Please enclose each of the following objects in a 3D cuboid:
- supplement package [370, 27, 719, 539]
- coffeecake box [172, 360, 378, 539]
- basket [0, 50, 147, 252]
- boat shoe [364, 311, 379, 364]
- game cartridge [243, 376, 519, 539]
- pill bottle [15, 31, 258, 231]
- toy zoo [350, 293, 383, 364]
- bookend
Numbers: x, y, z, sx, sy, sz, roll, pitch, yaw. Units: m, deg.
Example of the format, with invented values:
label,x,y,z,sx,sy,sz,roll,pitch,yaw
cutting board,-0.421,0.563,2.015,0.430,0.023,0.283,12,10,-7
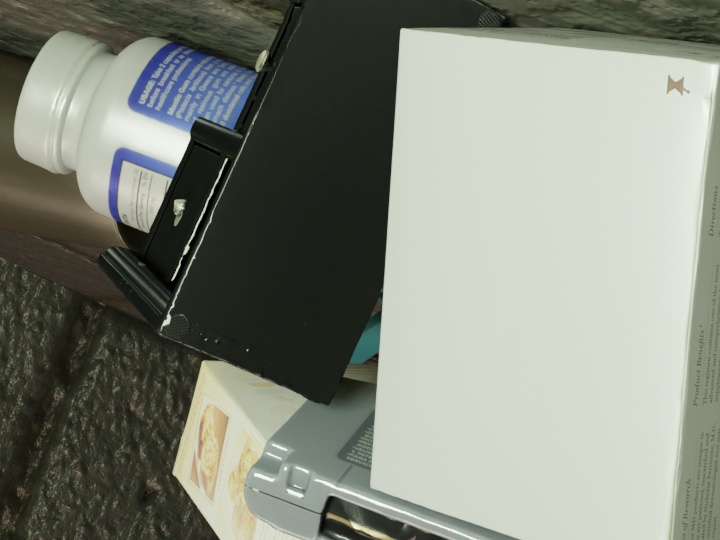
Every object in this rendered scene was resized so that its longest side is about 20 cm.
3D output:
label,x,y,z,sx,sy,sz,roll,pitch,yaw
supplement package,0.100,0.005,0.725,0.155,0.202,0.110,13,-167,41
coffeecake box,0.016,0.125,0.890,0.152,0.074,0.200,3,-156,-31
basket,-0.233,-0.088,1.278,0.199,0.137,0.180,14,170,23
boat shoe,0.040,0.077,1.147,0.200,0.064,0.074,26,163,-23
game cartridge,0.059,0.108,0.805,0.199,0.041,0.133,19,-156,12
pill bottle,-0.100,-0.073,1.050,0.199,0.113,0.112,21,171,9
toy zoo,0.000,0.000,1.088,0.021,0.199,0.131,58,175,-36
bookend,-0.039,-0.060,0.880,0.092,0.201,0.199,24,-178,-19
